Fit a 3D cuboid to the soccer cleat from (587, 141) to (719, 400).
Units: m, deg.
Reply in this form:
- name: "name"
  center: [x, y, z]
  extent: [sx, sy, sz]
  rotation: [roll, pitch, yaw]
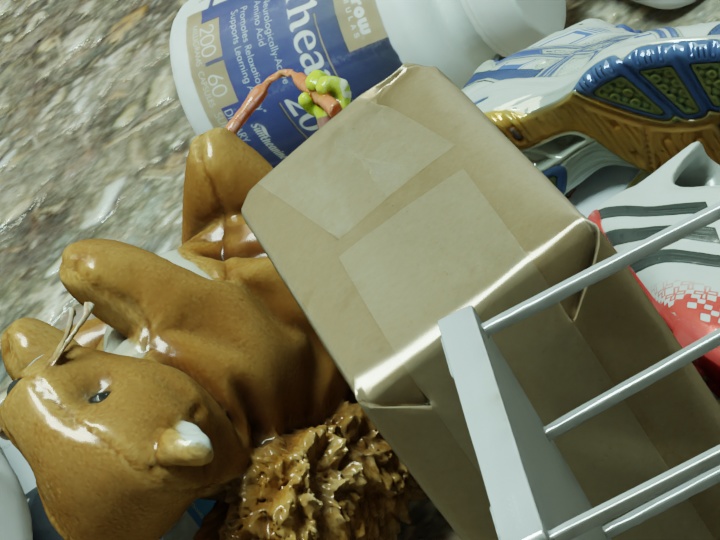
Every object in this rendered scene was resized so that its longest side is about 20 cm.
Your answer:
- name: "soccer cleat"
  center: [0.154, 0.008, 1.095]
  extent: [0.085, 0.069, 0.200]
  rotation: [-44, 29, 2]

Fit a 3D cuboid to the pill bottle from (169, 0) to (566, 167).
- name: "pill bottle"
  center: [0.005, -0.129, 1.453]
  extent: [0.200, 0.111, 0.111]
  rotation: [-20, 30, 26]

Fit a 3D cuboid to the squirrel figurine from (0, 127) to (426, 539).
- name: "squirrel figurine"
  center: [-0.058, 0.071, 1.090]
  extent: [0.142, 0.200, 0.187]
  rotation: [-43, 6, 21]

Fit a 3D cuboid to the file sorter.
- name: "file sorter"
  center: [0.130, 0.095, 0.846]
  extent: [0.124, 0.200, 0.139]
  rotation: [-28, 27, 7]

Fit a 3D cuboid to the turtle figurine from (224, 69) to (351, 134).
- name: "turtle figurine"
  center: [0.000, 0.000, 1.213]
  extent: [0.161, 0.064, 0.201]
  rotation: [-6, 67, 38]

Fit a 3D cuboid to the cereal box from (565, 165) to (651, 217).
- name: "cereal box"
  center: [0.067, -0.012, 1.269]
  extent: [0.200, 0.040, 0.144]
  rotation: [-47, 31, -24]

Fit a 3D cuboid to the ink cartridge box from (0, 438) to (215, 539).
- name: "ink cartridge box"
  center: [-0.151, 0.158, 1.184]
  extent: [0.145, 0.084, 0.200]
  rotation: [-23, 29, 22]

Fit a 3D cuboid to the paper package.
- name: "paper package"
  center: [0.061, 0.043, 1.018]
  extent: [0.103, 0.191, 0.200]
  rotation: [-37, 25, 0]

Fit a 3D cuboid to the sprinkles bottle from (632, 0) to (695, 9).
- name: "sprinkles bottle"
  center: [0.125, -0.193, 1.474]
  extent: [0.068, 0.068, 0.200]
  rotation: [-39, 26, -9]

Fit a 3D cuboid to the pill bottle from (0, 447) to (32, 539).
- name: "pill bottle"
  center: [-0.216, 0.084, 1.159]
  extent: [0.114, 0.114, 0.200]
  rotation: [-36, 26, -4]

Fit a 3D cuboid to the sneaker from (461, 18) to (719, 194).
- name: "sneaker"
  center: [0.120, -0.088, 1.215]
  extent: [0.200, 0.075, 0.088]
  rotation: [-11, 37, 31]
